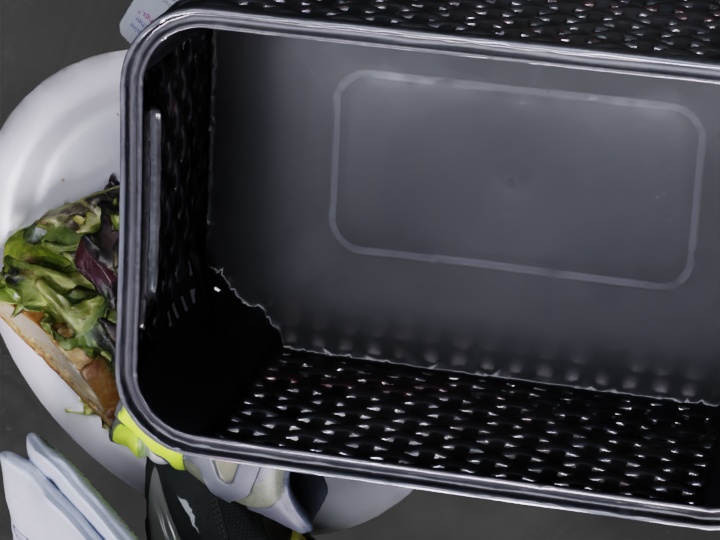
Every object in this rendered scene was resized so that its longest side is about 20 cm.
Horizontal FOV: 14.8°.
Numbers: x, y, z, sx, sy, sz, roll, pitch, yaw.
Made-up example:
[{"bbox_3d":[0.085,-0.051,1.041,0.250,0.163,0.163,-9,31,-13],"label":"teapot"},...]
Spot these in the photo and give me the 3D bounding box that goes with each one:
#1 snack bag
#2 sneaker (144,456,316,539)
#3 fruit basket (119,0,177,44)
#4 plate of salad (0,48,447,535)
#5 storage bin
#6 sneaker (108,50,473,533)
[{"bbox_3d":[-0.058,0.160,0.989,0.021,0.189,0.200,-39,77,-18],"label":"snack bag"},{"bbox_3d":[-0.005,0.129,1.010,0.084,0.075,0.200,-29,107,13],"label":"sneaker"},{"bbox_3d":[0.030,-0.098,0.958,0.185,0.094,0.200,41,127,9],"label":"fruit basket"},{"bbox_3d":[-0.058,0.015,0.999,0.199,0.048,0.201,13,122,22],"label":"plate of salad"},{"bbox_3d":[0.037,-0.014,0.812,0.199,0.094,0.136,7,111,12],"label":"storage bin"},{"bbox_3d":[0.000,0.000,0.913,0.081,0.074,0.200,36,115,4],"label":"sneaker"}]
